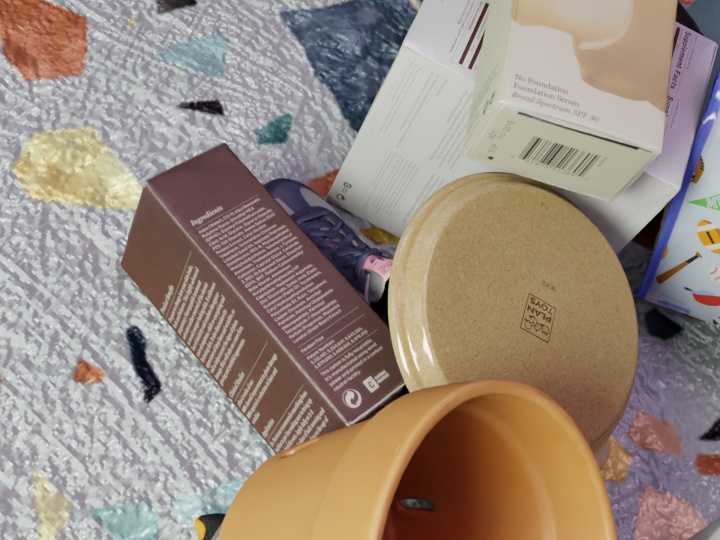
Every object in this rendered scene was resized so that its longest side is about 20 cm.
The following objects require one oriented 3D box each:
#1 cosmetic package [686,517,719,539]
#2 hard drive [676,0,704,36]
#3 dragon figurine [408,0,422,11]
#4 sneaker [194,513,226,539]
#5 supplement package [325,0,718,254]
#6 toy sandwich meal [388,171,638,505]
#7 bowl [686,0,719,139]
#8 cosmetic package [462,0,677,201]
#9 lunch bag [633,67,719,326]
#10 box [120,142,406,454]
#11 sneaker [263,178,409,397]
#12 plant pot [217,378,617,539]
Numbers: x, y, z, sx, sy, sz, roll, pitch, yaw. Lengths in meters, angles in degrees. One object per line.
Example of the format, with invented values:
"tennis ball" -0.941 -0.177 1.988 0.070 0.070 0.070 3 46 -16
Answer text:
"cosmetic package" 0.205 0.254 0.701 0.113 0.081 0.200 44 55 13
"hard drive" 0.153 -0.203 0.891 0.140 0.200 0.038 36 74 -37
"dragon figurine" 0.002 -0.291 0.993 0.200 0.059 0.099 30 53 1
"sneaker" -0.097 0.219 0.619 0.077 0.078 0.200 19 51 20
"supplement package" 0.112 -0.106 0.827 0.200 0.191 0.147 27 57 -3
"toy sandwich meal" 0.089 0.041 0.698 0.205 0.070 0.205 8 73 -29
"bowl" 0.291 -0.128 0.941 0.201 0.105 0.201 49 28 -38
"cosmetic package" 0.134 -0.154 0.699 0.105 0.071 0.200 14 66 -8
"lunch bag" 0.305 -0.049 0.799 0.170 0.200 0.124 19 54 13
"box" -0.062 0.028 0.734 0.075 0.100 0.200 -34 76 -35
"sneaker" 0.000 0.000 0.786 0.070 0.082 0.200 -30 73 -33
"plant pot" 0.021 0.158 0.577 0.200 0.140 0.200 10 76 -45
